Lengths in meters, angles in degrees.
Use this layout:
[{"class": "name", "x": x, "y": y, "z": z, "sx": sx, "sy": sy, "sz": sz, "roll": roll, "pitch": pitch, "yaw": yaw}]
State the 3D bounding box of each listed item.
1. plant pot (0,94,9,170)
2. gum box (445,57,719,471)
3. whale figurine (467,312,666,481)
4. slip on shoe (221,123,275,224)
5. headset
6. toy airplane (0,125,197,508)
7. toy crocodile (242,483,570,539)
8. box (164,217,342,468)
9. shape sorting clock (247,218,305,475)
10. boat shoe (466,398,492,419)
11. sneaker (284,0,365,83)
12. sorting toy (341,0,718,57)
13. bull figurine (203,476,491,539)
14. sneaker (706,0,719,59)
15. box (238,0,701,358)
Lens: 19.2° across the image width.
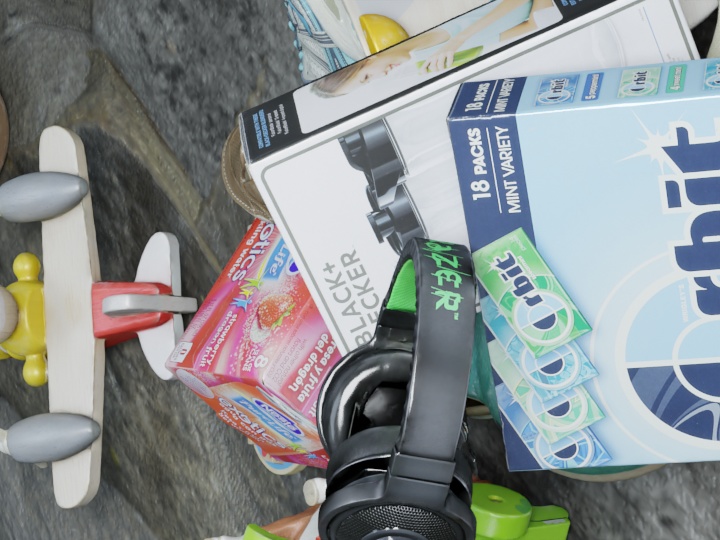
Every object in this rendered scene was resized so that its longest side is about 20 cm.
[{"class": "plant pot", "x": -0.378, "y": -0.113, "z": 1.686, "sx": 0.174, "sy": 0.200, "sz": 0.202, "roll": 14, "pitch": 101, "yaw": 37}, {"class": "gum box", "x": 0.148, "y": -0.003, "z": 0.891, "sx": 0.199, "sy": 0.045, "sz": 0.171, "roll": -5, "pitch": 116, "yaw": 14}, {"class": "whale figurine", "x": 0.096, "y": 0.002, "z": 1.023, "sx": 0.159, "sy": 0.104, "sz": 0.201, "roll": -31, "pitch": 64, "yaw": 3}, {"class": "slip on shoe", "x": -0.034, "y": -0.056, "z": 1.078, "sx": 0.076, "sy": 0.061, "sz": 0.200, "roll": -46, "pitch": 27, "yaw": 1}, {"class": "headset", "x": 0.028, "y": 0.084, "z": 0.910, "sx": 0.124, "sy": 0.093, "sz": 0.201, "roll": -93, "pitch": 16, "yaw": -60}, {"class": "toy airplane", "x": -0.208, "y": 0.032, "z": 1.459, "sx": 0.200, "sy": 0.140, "sz": 0.200, "roll": 55, "pitch": 131, "yaw": 40}, {"class": "toy crocodile", "x": 0.026, "y": 0.146, "z": 1.077, "sx": 0.062, "sy": 0.199, "sz": 0.068, "roll": 33, "pitch": 120, "yaw": 46}, {"class": "box", "x": 0.000, "y": 0.000, "z": 1.130, "sx": 0.099, "sy": 0.095, "sz": 0.201, "roll": 2, "pitch": 56, "yaw": 54}, {"class": "shape sorting clock", "x": -0.044, "y": 0.023, "z": 1.286, "sx": 0.200, "sy": 0.039, "sz": 0.201, "roll": 180, "pitch": 90, "yaw": -70}, {"class": "boat shoe", "x": 0.053, "y": 0.044, "z": 1.158, "sx": 0.200, "sy": 0.062, "sz": 0.074, "roll": 5, "pitch": 94, "yaw": 55}, {"class": "sneaker", "x": -0.019, "y": -0.147, "z": 1.256, "sx": 0.200, "sy": 0.077, "sz": 0.087, "roll": 57, "pitch": 135, "yaw": 39}, {"class": "sorting toy", "x": 0.084, "y": -0.141, "z": 1.042, "sx": 0.201, "sy": 0.179, "sz": 0.107, "roll": -111, "pitch": -3, "yaw": -47}, {"class": "bull figurine", "x": -0.009, "y": 0.153, "z": 1.187, "sx": 0.200, "sy": 0.121, "sz": 0.065, "roll": -42, "pitch": 63, "yaw": 49}, {"class": "sneaker", "x": 0.196, "y": -0.071, "z": 0.934, "sx": 0.081, "sy": 0.088, "sz": 0.201, "roll": -26, "pitch": 74, "yaw": 51}, {"class": "box", "x": 0.059, "y": -0.051, "z": 0.949, "sx": 0.060, "sy": 0.199, "sz": 0.117, "roll": -104, "pitch": -10, "yaw": -62}]
